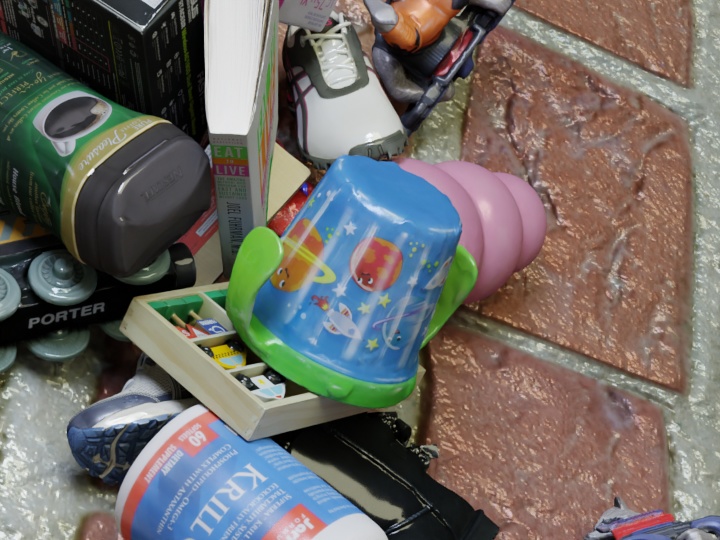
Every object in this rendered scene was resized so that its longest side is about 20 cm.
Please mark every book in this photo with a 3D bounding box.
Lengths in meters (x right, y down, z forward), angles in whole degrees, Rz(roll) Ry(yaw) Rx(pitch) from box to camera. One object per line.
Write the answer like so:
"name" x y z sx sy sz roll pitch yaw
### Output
"book" -0.081 -0.098 1.606 0.048 0.200 0.134 3 63 1

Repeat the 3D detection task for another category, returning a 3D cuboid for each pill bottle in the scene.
"pill bottle" -0.051 0.182 1.505 0.200 0.113 0.112 35 43 25

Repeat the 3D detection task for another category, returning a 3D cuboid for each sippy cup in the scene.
"sippy cup" 0.000 0.000 1.573 0.139 0.131 0.178 30 21 4

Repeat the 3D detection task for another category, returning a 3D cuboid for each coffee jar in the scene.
"coffee jar" -0.196 -0.075 1.553 0.199 0.086 0.104 29 50 28

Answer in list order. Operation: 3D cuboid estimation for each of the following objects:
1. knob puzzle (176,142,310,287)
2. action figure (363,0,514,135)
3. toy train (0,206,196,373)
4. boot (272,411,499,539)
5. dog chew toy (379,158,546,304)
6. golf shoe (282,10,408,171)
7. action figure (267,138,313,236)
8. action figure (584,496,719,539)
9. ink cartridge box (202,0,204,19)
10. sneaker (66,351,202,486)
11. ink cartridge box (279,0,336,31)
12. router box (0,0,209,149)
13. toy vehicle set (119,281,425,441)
"knob puzzle" -0.166 -0.068 1.700 0.218 0.030 0.221 6 64 -12
"action figure" 0.061 -0.216 1.843 0.104 0.194 0.200 35 73 9
"toy train" -0.212 -0.002 1.589 0.199 0.086 0.114 -14 52 -22
"boot" -0.003 0.174 1.606 0.162 0.073 0.198 42 39 -2
"dog chew toy" 0.063 -0.027 1.766 0.199 0.125 0.125 -12 65 -46
"golf shoe" -0.022 -0.138 1.759 0.077 0.089 0.200 -17 30 -9
"action figure" -0.080 -0.089 1.766 0.065 0.052 0.201 -11 68 -31
"action figure" 0.191 0.251 1.681 0.199 0.105 0.194 -7 51 -7
"ink cartridge box" -0.187 -0.215 1.758 0.199 0.042 0.119 33 45 22
"sneaker" -0.128 0.082 1.605 0.199 0.077 0.085 -14 57 -46
"ink cartridge box" -0.121 -0.237 1.693 0.199 0.042 0.119 34 11 19
"router box" -0.177 -0.158 1.593 0.149 0.200 0.062 33 65 17
"toy vehicle set" -0.056 0.054 1.600 0.124 0.027 0.200 38 24 23
